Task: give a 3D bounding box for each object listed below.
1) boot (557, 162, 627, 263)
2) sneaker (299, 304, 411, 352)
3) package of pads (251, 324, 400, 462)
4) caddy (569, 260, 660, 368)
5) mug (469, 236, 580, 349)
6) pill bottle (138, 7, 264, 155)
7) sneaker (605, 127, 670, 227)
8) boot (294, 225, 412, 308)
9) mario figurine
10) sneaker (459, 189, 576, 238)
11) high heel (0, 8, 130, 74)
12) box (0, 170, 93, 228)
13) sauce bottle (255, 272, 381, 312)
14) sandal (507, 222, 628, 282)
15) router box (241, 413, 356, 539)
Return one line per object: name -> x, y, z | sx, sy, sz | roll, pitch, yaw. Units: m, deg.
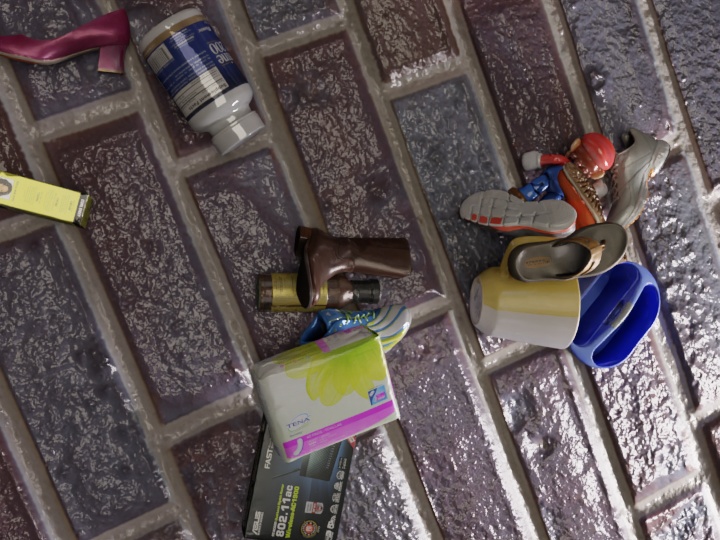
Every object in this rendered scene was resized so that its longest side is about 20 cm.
boot -> 0.359, -0.082, 1.269 | 0.107, 0.075, 0.200 | -21, 111, 28
sneaker -> -0.011, 0.095, 1.206 | 0.200, 0.076, 0.105 | -31, 138, -11
package of pads -> -0.052, 0.181, 1.144 | 0.199, 0.068, 0.155 | -20, 110, -15
caddy -> 0.432, 0.076, 1.321 | 0.141, 0.105, 0.200 | 42, 82, -10
mug -> 0.268, 0.036, 1.268 | 0.153, 0.149, 0.187 | 2, 92, -6
pill bottle -> -0.233, -0.281, 1.144 | 0.111, 0.111, 0.200 | -35, 99, -11
sneaker -> 0.468, -0.163, 1.351 | 0.092, 0.076, 0.200 | 29, 76, -5
boot -> 0.000, 0.000, 1.188 | 0.199, 0.187, 0.064 | 9, 130, -15
mario figurine -> 0.356, -0.164, 1.328 | 0.200, 0.106, 0.124 | -37, 136, 0
sneaker -> 0.261, -0.076, 1.263 | 0.077, 0.199, 0.082 | -60, 146, -26
high heel -> -0.442, -0.348, 1.108 | 0.199, 0.067, 0.096 | 3, 100, -19
box -> -0.499, -0.112, 1.101 | 0.199, 0.075, 0.050 | 14, 85, -13
sauce bottle -> -0.067, 0.036, 1.218 | 0.199, 0.065, 0.065 | 1, 91, -15
sandal -> 0.327, -0.026, 1.168 | 0.199, 0.055, 0.082 | -8, 92, -10
router box -> -0.099, 0.333, 1.215 | 0.149, 0.062, 0.201 | 11, 89, -13
